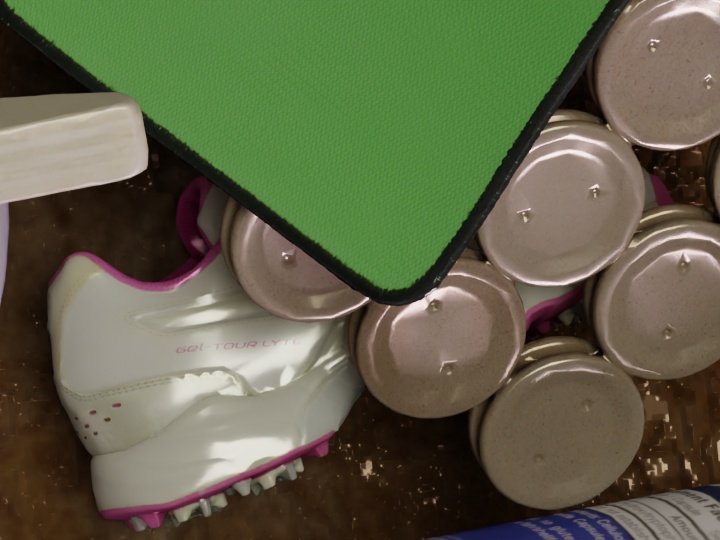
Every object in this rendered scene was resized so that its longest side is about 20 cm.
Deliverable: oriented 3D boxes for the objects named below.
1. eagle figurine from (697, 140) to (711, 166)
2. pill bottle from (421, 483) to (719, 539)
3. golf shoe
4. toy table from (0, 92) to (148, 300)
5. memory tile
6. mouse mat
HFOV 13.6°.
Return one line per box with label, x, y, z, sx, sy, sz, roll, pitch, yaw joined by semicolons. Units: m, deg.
eagle figurine;0.093;-0.106;0.896;0.199;0.152;0.151;-27;127;-3
pill bottle;0.085;0.125;0.867;0.199;0.120;0.120;-8;85;-21
golf shoe;0.000;0.000;0.885;0.199;0.075;0.092;-26;87;-21
toy table;-0.151;-0.023;0.782;0.183;0.117;0.201;-23;107;-6
memory tile;0.069;-0.039;0.822;0.153;0.017;0.200;37;101;-29
mouse mat;0.007;-0.112;0.784;0.161;0.008;0.200;37;99;21
